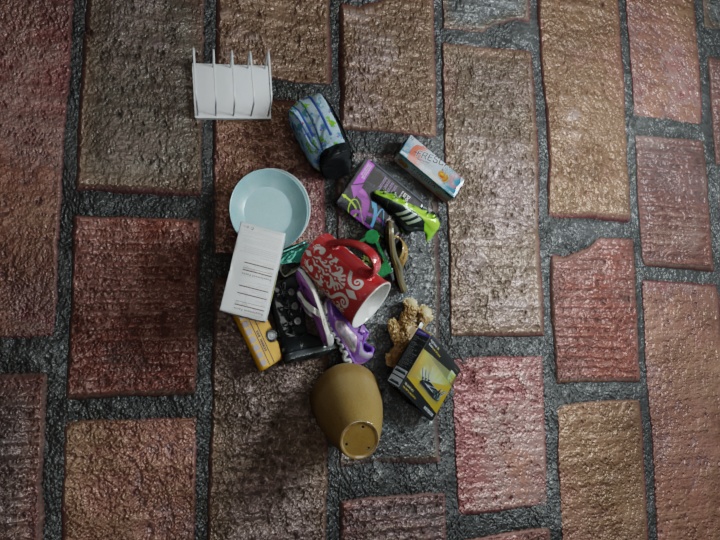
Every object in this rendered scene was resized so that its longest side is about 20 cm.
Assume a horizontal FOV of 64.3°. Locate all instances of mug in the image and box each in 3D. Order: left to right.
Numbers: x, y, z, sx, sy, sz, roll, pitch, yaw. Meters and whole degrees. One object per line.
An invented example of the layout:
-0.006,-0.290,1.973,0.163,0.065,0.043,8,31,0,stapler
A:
-0.029,-0.001,1.361,0.199,0.133,0.180,42,106,19,mug

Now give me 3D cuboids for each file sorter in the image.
-0.318,-0.466,1.428,0.193,0.124,0.144,-4,85,-16,file sorter

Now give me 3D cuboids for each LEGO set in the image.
0.000,0.000,1.488,0.198,0.116,0.155,-37,74,-3,LEGO set

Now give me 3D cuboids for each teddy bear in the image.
0.127,0.174,1.517,0.141,0.066,0.208,11,80,-32,teddy bear

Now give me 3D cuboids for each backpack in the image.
-0.103,-0.349,1.463,0.148,0.163,0.207,-12,80,-1,backpack

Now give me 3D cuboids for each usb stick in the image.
0.089,-0.221,1.562,0.198,0.033,0.056,37,84,-9,usb stick

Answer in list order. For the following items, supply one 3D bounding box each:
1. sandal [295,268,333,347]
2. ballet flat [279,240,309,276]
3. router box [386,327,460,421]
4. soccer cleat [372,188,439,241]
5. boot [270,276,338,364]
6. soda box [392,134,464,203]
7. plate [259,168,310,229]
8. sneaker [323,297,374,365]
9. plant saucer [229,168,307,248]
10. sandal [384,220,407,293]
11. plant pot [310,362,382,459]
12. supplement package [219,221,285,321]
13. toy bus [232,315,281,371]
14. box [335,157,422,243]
-0.121,0.091,1.387,0.049,0.083,0.207,-21,79,-22,sandal
-0.213,-0.014,1.438,0.194,0.067,0.073,-17,95,-16,ballet flat
0.165,0.268,1.466,0.160,0.051,0.200,-56,134,-15,router box
0.113,-0.142,1.492,0.195,0.068,0.083,26,109,-8,soccer cleat
-0.147,0.117,1.445,0.161,0.065,0.206,-4,69,-40,boot
0.187,-0.277,1.575,0.198,0.068,0.064,37,76,-8,soda box
-0.225,-0.159,1.471,0.193,0.026,0.208,2,84,-15,plate
-0.026,0.151,1.442,0.086,0.081,0.205,-22,103,18,sneaker
-0.230,-0.149,1.436,0.194,0.039,0.209,2,84,-16,plant saucer
0.101,-0.039,1.500,0.052,0.081,0.206,-17,112,-4,sandal
-0.019,0.350,1.355,0.179,0.200,0.193,-3,106,-10,plant pot
-0.248,0.008,1.331,0.106,0.114,0.207,13,82,-7,supplement package
-0.259,0.136,1.408,0.077,0.065,0.205,-26,92,-15,toy bus
0.049,-0.179,1.527,0.197,0.036,0.145,35,91,-10,box
